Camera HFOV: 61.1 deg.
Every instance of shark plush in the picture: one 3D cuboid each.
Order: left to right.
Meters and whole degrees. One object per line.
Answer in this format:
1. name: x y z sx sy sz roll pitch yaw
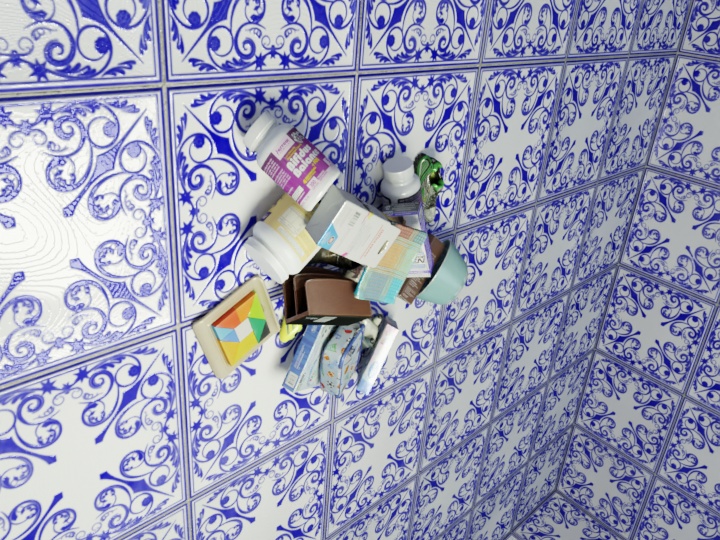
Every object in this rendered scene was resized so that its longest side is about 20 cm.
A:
1. shark plush: 0.010 0.175 1.751 0.201 0.081 0.093 93 16 -69

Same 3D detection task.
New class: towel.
1. towel: 0.072 -0.014 1.462 0.144 0.022 0.204 11 110 -44

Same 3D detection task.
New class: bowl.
1. bowl: 0.250 0.020 1.825 0.103 0.201 0.204 32 86 -8

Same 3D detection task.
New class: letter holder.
1. letter holder: -0.081 0.050 1.469 0.196 0.099 0.147 6 71 -41

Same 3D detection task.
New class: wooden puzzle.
1. wooden puzzle: -0.285 0.139 1.448 0.198 0.037 0.189 -38 135 -27

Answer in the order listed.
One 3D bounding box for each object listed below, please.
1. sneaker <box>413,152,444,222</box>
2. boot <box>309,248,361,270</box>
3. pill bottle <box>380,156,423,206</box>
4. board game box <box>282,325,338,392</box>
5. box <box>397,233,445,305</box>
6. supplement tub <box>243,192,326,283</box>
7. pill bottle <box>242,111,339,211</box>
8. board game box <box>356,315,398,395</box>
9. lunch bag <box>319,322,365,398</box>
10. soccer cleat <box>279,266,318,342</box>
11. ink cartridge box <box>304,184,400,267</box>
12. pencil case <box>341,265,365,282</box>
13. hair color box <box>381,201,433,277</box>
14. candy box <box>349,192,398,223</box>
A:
1. sneaker: 0.194 -0.224 1.732 0.077 0.084 0.205 -31 132 -31
2. boot: -0.063 -0.044 1.541 0.196 0.096 0.077 -17 124 -41
3. pill bottle: 0.112 -0.195 1.637 0.110 0.110 0.204 -35 134 -27
4. board game box: -0.116 0.213 1.614 0.205 0.042 0.198 -66 163 2
5. box: 0.152 -0.015 1.788 0.075 0.099 0.203 39 81 -46
6. supplement tub: -0.154 -0.087 1.381 0.201 0.144 0.147 -47 138 -17
7. pill bottle: -0.146 -0.231 1.271 0.199 0.112 0.113 41 79 -7
8. board game box: 0.050 0.242 1.779 0.200 0.042 0.204 -61 175 -87
9. lunch bag: -0.045 0.228 1.631 0.161 0.074 0.204 -51 160 -45
10. soccer cleat: -0.161 0.084 1.549 0.083 0.065 0.204 31 91 -24
11. ink cartridge box: -0.013 -0.092 1.344 0.197 0.068 0.116 22 110 -47
12. pencil case: 0.000 0.000 1.650 0.088 0.077 0.204 29 89 -36
13. hair color box: 0.124 -0.078 1.614 0.066 0.106 0.204 -67 148 -49
14. candy box: 0.031 -0.105 1.529 0.056 0.198 0.118 -43 138 -14
